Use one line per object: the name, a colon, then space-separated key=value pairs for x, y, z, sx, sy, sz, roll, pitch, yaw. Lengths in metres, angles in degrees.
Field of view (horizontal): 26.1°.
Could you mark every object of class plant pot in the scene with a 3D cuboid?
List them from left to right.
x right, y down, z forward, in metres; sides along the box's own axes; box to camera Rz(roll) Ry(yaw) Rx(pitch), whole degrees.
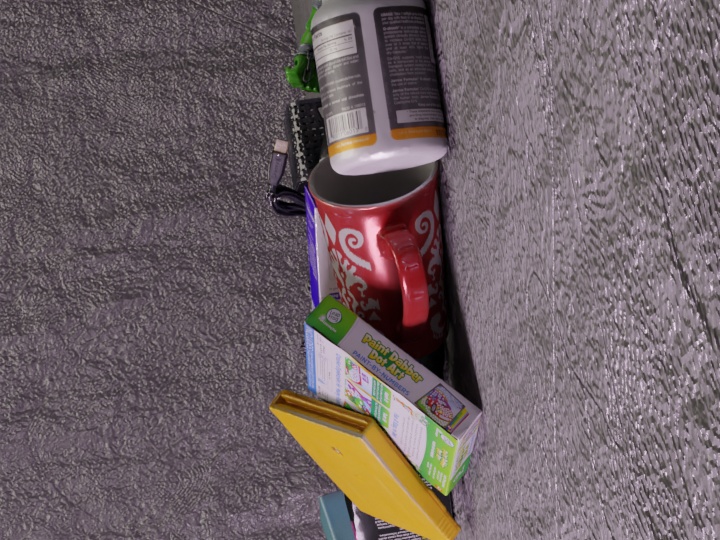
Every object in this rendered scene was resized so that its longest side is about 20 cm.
plant pot: x=0.029 y=0.455 z=2.476 sx=0.142 sy=0.140 sz=0.202 roll=90 pitch=163 yaw=-65

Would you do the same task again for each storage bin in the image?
storage bin: x=-0.018 y=-0.151 z=1.845 sx=0.200 sy=0.133 sz=0.095 roll=148 pitch=113 yaw=-85

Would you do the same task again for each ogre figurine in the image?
ogre figurine: x=-0.028 y=-0.269 z=1.874 sx=0.098 sy=0.199 sz=0.121 roll=15 pitch=96 yaw=44

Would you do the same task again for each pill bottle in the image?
pill bottle: x=0.014 y=-0.198 z=1.475 sx=0.116 sy=0.115 sz=0.203 roll=135 pitch=127 yaw=-85

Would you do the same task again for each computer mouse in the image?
computer mouse: x=-0.034 y=-0.145 z=1.695 sx=0.046 sy=0.139 sz=0.202 roll=44 pitch=119 yaw=50

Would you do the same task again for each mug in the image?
mug: x=0.022 y=-0.003 z=1.586 sx=0.178 sy=0.132 sz=0.202 roll=-69 pitch=-25 yaw=-53

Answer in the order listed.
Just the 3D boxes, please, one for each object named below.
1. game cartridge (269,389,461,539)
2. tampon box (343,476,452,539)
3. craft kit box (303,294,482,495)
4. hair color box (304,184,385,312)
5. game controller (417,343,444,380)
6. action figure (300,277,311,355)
game cartridge: x=0.008 y=0.219 z=1.726 sx=0.175 sy=0.033 sz=0.200 roll=12 pitch=148 yaw=51
tampon box: x=0.035 y=0.213 z=1.911 sx=0.150 sy=0.125 sz=0.202 roll=-111 pitch=13 yaw=-69
craft kit box: x=0.030 y=0.133 z=1.603 sx=0.197 sy=0.049 sz=0.200 roll=40 pitch=162 yaw=14
hair color box: x=0.000 y=0.000 z=1.711 sx=0.065 sy=0.108 sz=0.202 roll=-117 pitch=22 yaw=-60
game controller: x=0.068 y=0.042 z=1.799 sx=0.105 sy=0.042 sz=0.202 roll=110 pitch=155 yaw=-50
action figure: x=-0.005 y=0.029 z=1.930 sx=0.102 sy=0.119 sz=0.201 roll=45 pitch=-143 yaw=-14
